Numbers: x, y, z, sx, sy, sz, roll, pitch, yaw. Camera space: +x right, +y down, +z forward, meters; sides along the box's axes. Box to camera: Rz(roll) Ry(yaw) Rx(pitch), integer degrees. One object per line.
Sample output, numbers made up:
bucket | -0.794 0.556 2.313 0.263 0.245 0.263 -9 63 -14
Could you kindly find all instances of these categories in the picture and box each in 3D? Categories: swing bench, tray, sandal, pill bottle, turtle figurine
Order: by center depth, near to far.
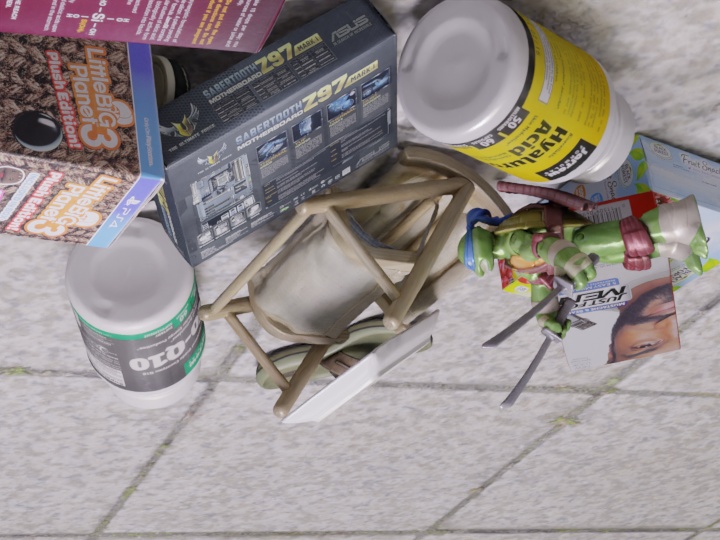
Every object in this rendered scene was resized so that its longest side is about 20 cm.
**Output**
pill bottle | 0.127 -0.129 1.214 0.111 0.112 0.200 -27 153 31
turtle figurine | 0.183 0.017 1.279 0.193 0.200 0.144 -12 133 5
tray | 0.008 0.088 1.387 0.107 0.022 0.200 -37 176 20
swing bench | 0.000 0.000 1.388 0.200 0.130 0.199 -33 173 -44
pill bottle | -0.200 0.045 1.449 0.113 0.114 0.200 -7 154 -4
sandal | -0.014 0.102 1.681 0.200 0.058 0.080 -19 152 18

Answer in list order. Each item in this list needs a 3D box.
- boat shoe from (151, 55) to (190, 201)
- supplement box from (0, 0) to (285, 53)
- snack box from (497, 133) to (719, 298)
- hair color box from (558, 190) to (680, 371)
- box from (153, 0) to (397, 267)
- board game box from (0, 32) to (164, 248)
boat shoe | -0.149 -0.102 1.224 0.066 0.075 0.199 -2 152 -22
supplement box | -0.150 -0.208 0.975 0.199 0.111 0.086 2 152 -22
snack box | 0.253 -0.034 1.492 0.168 0.068 0.200 15 145 -36
hair color box | 0.226 0.014 1.439 0.110 0.064 0.200 -12 150 9
box | -0.065 -0.102 1.193 0.200 0.051 0.158 -33 158 -13
board game box | -0.246 -0.118 1.065 0.199 0.160 0.097 8 148 -32
